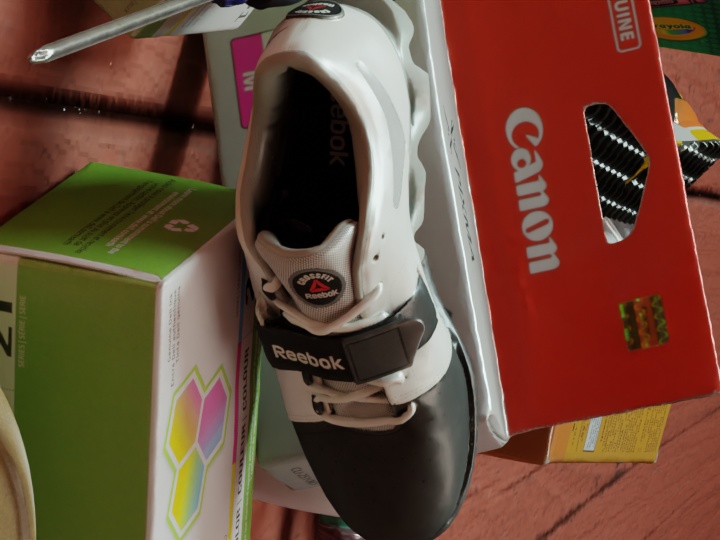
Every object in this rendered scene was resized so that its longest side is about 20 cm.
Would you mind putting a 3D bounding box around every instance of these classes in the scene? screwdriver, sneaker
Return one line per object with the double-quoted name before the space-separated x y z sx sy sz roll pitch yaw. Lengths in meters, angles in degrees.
"screwdriver" -0.057 -0.091 0.903 0.200 0.029 0.028 -25 136 -56
"sneaker" -0.010 0.008 0.957 0.088 0.074 0.201 -38 120 -67
"sneaker" 0.095 -0.078 1.234 0.070 0.090 0.200 -43 159 13

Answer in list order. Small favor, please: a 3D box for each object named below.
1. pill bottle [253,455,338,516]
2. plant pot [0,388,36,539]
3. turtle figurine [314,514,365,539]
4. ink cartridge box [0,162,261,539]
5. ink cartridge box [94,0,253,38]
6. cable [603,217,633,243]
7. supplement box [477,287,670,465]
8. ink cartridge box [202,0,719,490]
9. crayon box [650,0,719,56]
"pill bottle" 0.000 0.000 1.177 0.114 0.114 0.201 7 93 -74
"plant pot" -0.152 0.108 0.802 0.200 0.027 0.201 -36 134 -50
"turtle figurine" 0.021 0.078 1.328 0.149 0.100 0.201 -26 143 -49
"ink cartridge box" -0.101 0.066 0.936 0.200 0.075 0.149 -48 145 -64
"ink cartridge box" -0.017 -0.156 1.019 0.146 0.048 0.200 -47 171 18
"cable" 0.093 -0.032 1.384 0.200 0.069 0.200 46 16 -40
"supplement box" 0.081 0.046 1.158 0.200 0.066 0.069 7 94 -70
"ink cartridge box" 0.035 -0.030 1.061 0.044 0.173 0.201 47 32 -66
"crayon box" 0.075 -0.167 1.173 0.058 0.199 0.119 62 41 -62
